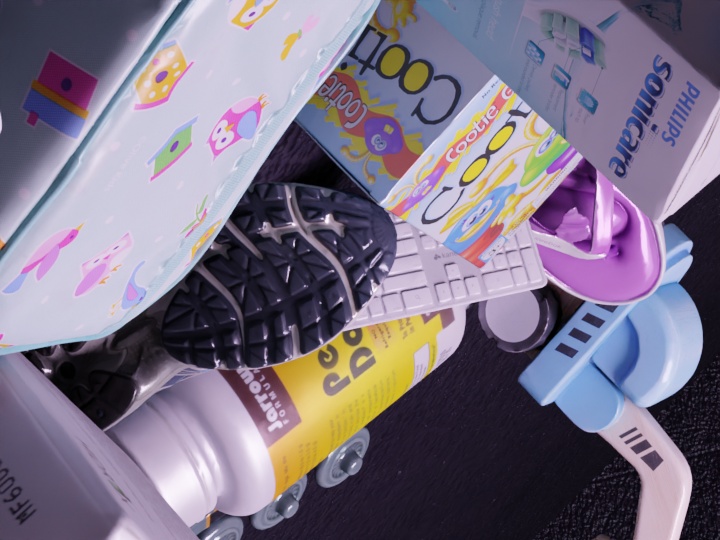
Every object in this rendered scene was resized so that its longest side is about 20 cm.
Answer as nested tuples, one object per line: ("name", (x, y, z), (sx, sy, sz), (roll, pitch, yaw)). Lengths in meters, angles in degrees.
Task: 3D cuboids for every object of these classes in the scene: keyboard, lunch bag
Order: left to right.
("lunch bag", (-0.077, -0.063, 0.617), (0.200, 0.077, 0.160), (-50, 163, 15))
("keyboard", (0.000, 0.000, 0.869), (0.198, 0.057, 0.011), (-12, 162, -22))

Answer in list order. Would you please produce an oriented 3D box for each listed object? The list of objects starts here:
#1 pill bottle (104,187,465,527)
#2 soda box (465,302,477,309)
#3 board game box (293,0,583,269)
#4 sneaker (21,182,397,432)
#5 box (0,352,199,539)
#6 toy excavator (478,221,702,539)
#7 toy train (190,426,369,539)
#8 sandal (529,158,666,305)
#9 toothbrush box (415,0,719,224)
("pill bottle", (-0.047, 0.050, 0.900), (0.199, 0.109, 0.110), (-37, 162, -27))
("soda box", (0.086, -0.036, 1.092), (0.199, 0.068, 0.064), (-28, 157, -45))
("board game box", (0.034, -0.084, 0.787), (0.103, 0.105, 0.200), (-47, 164, 6))
("sneaker", (-0.067, 0.007, 0.767), (0.198, 0.078, 0.086), (-22, -174, 26))
("box", (-0.151, 0.151, 0.646), (0.199, 0.200, 0.172), (-44, 131, -6))
("toy excavator", (0.161, 0.077, 1.065), (0.195, 0.200, 0.100), (-51, 162, 19))
("toy train", (-0.065, 0.096, 1.032), (0.199, 0.085, 0.115), (-32, 147, -32))
("sandal", (0.103, -0.047, 0.954), (0.082, 0.203, 0.050), (-21, -147, 24))
("toothbrush box", (0.094, -0.141, 0.634), (0.146, 0.200, 0.086), (-36, 162, -24))
